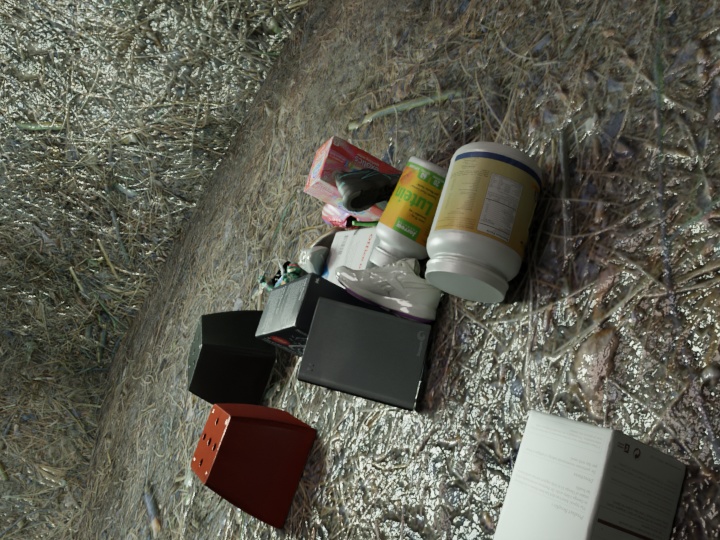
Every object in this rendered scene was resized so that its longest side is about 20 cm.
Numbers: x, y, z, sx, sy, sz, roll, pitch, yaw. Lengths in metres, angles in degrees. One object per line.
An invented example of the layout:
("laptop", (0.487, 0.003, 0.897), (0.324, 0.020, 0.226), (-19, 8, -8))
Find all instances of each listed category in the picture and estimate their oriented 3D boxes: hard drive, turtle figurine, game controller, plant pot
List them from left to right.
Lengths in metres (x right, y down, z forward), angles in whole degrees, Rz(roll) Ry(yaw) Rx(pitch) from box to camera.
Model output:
("plant pot", (-0.324, 0.215, 1.654), (0.201, 0.174, 0.203), (-115, 43, -58))
("plant pot", (-0.233, 0.376, 1.377), (0.199, 0.174, 0.204), (2, 70, 63))
("game controller", (-0.203, 0.064, 1.744), (0.105, 0.041, 0.202), (-58, 26, 30))
("turtle figurine", (-0.177, 0.047, 1.561), (0.149, 0.099, 0.205), (-26, 51, 57))
("hard drive", (0.008, 0.136, 1.109), (0.033, 0.195, 0.142), (87, -162, -70))

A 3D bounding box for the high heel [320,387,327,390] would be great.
("high heel", (-0.068, 0.155, 1.420), (0.067, 0.095, 0.203), (-36, 58, 31))

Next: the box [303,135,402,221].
("box", (-0.002, -0.172, 1.372), (0.094, 0.197, 0.105), (-20, 49, 62))

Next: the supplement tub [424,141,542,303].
("supplement tub", (0.179, -0.068, 0.994), (0.144, 0.142, 0.204), (-7, 62, 61))

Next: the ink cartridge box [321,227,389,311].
("ink cartridge box", (0.000, 0.000, 1.354), (0.199, 0.085, 0.149), (1, 70, 62))

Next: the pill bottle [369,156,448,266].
("pill bottle", (0.095, -0.091, 1.216), (0.203, 0.110, 0.111), (-64, 25, 4))

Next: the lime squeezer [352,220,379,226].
("lime squeezer", (0.082, -0.113, 1.287), (0.197, 0.071, 0.038), (-30, 57, -3))

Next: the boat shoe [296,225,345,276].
("boat shoe", (-0.098, -0.051, 1.609), (0.199, 0.075, 0.073), (-40, 33, 40))

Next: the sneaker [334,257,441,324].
("sneaker", (0.051, 0.018, 1.162), (0.102, 0.196, 0.075), (-70, -20, -1))

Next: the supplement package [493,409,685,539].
("supplement package", (0.216, 0.260, 0.663), (0.116, 0.116, 0.204), (0, 67, 62))

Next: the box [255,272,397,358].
("box", (-0.066, 0.105, 1.257), (0.181, 0.197, 0.106), (-21, 47, 57))

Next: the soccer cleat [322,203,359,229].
("soccer cleat", (-0.038, -0.126, 1.569), (0.198, 0.066, 0.078), (-13, 58, 56))

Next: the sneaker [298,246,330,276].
("sneaker", (-0.104, -0.018, 1.482), (0.200, 0.079, 0.072), (55, -127, -82))

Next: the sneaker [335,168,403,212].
("sneaker", (0.042, -0.167, 1.292), (0.080, 0.196, 0.076), (56, 139, 35))
